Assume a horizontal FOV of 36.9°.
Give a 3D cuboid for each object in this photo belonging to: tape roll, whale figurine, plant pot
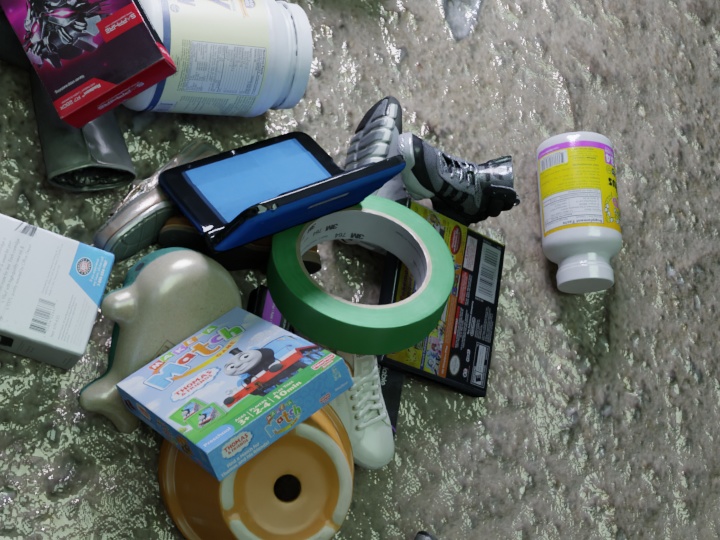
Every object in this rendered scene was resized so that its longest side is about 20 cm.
[{"bbox_3d":[0.000,0.000,1.170,0.200,0.048,0.201,9,46,-9],"label":"tape roll"},{"bbox_3d":[-0.217,0.067,1.131,0.159,0.104,0.200,40,81,-38],"label":"whale figurine"},{"bbox_3d":[-0.091,0.204,1.061,0.200,0.183,0.200,1,87,-15],"label":"plant pot"}]

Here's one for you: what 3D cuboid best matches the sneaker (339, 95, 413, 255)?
[{"bbox_3d":[0.040,-0.108,1.336,0.115,0.075,0.200,25,70,-27],"label":"sneaker"}]

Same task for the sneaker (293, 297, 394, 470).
[{"bbox_3d":[-0.010,0.123,1.180,0.073,0.085,0.200,-24,88,-33],"label":"sneaker"}]

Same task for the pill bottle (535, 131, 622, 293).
[{"bbox_3d":[0.290,-0.075,1.431,0.104,0.104,0.200,7,71,-26],"label":"pill bottle"}]

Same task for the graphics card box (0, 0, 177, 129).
[{"bbox_3d":[-0.289,-0.262,1.099,0.125,0.051,0.200,-29,84,5],"label":"graphics card box"}]

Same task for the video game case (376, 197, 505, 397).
[{"bbox_3d":[0.097,0.035,1.302,0.181,0.025,0.200,23,70,-38],"label":"video game case"}]

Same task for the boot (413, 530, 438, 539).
[{"bbox_3d":[0.084,0.400,1.194,0.131,0.068,0.200,-25,88,-37],"label":"boot"}]

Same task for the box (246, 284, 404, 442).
[{"bbox_3d":[-0.044,0.114,1.233,0.200,0.036,0.143,19,67,-20],"label":"box"}]

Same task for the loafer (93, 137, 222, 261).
[{"bbox_3d":[-0.224,-0.081,1.189,0.063,0.072,0.200,42,51,10],"label":"loafer"}]

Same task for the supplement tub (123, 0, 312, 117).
[{"bbox_3d":[-0.170,-0.249,1.219,0.200,0.145,0.145,-1,75,-29],"label":"supplement tub"}]

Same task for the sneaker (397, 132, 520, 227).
[{"bbox_3d":[0.124,-0.117,1.303,0.200,0.114,0.076,42,40,-54],"label":"sneaker"}]

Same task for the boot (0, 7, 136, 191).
[{"bbox_3d":[-0.340,-0.182,1.146,0.182,0.073,0.200,-2,73,-29],"label":"boot"}]

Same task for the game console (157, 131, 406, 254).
[{"bbox_3d":[-0.085,-0.105,1.136,0.200,0.171,0.118,-23,85,-32],"label":"game console"}]

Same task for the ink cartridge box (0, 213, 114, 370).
[{"bbox_3d":[-0.362,0.010,1.077,0.200,0.067,0.116,21,65,-19],"label":"ink cartridge box"}]

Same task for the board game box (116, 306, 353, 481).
[{"bbox_3d":[-0.123,0.108,1.017,0.151,0.200,0.037,-34,118,-24],"label":"board game box"}]

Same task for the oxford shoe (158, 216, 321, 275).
[{"bbox_3d":[-0.137,-0.041,1.218,0.200,0.071,0.071,9,65,-37],"label":"oxford shoe"}]
